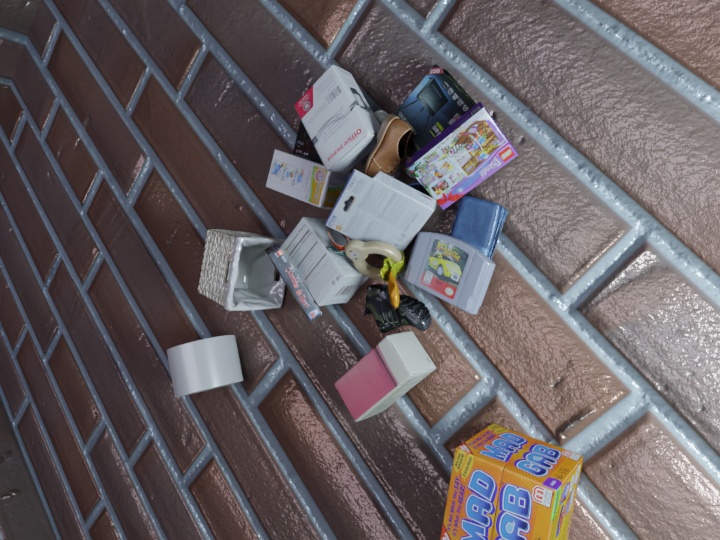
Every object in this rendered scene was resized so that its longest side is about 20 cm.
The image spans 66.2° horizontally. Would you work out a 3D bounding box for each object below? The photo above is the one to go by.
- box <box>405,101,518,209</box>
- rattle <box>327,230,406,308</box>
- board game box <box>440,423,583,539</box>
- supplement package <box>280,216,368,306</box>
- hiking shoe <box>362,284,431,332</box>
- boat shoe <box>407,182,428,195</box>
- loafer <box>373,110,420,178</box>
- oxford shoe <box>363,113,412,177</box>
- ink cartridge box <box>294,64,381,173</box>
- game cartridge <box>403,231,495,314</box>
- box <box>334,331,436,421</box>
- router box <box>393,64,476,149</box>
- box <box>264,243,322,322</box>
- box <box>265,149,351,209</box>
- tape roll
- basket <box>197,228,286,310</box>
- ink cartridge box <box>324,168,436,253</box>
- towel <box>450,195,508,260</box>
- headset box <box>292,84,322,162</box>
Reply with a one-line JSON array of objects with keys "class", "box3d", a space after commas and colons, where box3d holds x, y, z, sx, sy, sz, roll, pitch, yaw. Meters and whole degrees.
[{"class": "box", "box3d": [0.214, -0.240, 1.178, 0.199, 0.137, 0.039, -35, 29, 22]}, {"class": "rattle", "box3d": [0.000, 0.000, 1.289, 0.130, 0.197, 0.145, 137, 151, -67]}, {"class": "board game box", "box3d": [0.301, 0.455, 1.094, 0.198, 0.199, 0.203, 12, 98, 35]}, {"class": "supplement package", "box3d": [-0.091, -0.025, 1.414, 0.118, 0.116, 0.201, -48, 65, 28]}, {"class": "hiking shoe", "box3d": [0.087, 0.109, 1.327, 0.199, 0.075, 0.102, 30, 115, 41]}, {"class": "boat shoe", "box3d": [0.069, -0.147, 1.314, 0.198, 0.084, 0.070, -23, 54, 35]}, {"class": "loafer", "box3d": [0.092, -0.309, 1.302, 0.069, 0.070, 0.201, -32, 72, -15]}, {"class": "oxford shoe", "box3d": [0.060, -0.246, 1.255, 0.071, 0.071, 0.202, 34, 122, 22]}, {"class": "ink cartridge box", "box3d": [-0.050, -0.353, 1.311, 0.145, 0.083, 0.202, -36, 73, 29]}, {"class": "game cartridge", "box3d": [0.191, -0.006, 1.211, 0.199, 0.041, 0.135, 27, 103, 37]}, {"class": "box", "box3d": [0.057, 0.249, 1.307, 0.200, 0.127, 0.110, -45, 66, 26]}, {"class": "router box", "box3d": [0.187, -0.338, 1.247, 0.150, 0.062, 0.201, -46, 66, 28]}, {"class": "box", "box3d": [-0.175, 0.028, 1.423, 0.037, 0.136, 0.202, -32, 103, -8]}, {"class": "box", "box3d": [-0.132, -0.235, 1.442, 0.198, 0.112, 0.103, 24, 103, 32]}, {"class": "tape roll", "box3d": [-0.457, 0.281, 1.625, 0.201, 0.202, 0.141, -19, 79, 33]}, {"class": "basket", "box3d": [-0.318, -0.007, 1.530, 0.160, 0.199, 0.201, 19, 101, 39]}, {"class": "ink cartridge box", "box3d": [0.042, -0.131, 1.259, 0.198, 0.044, 0.197, 27, 139, -8]}, {"class": "towel", "box3d": [0.245, -0.059, 1.219, 0.111, 0.048, 0.203, 24, 105, 36]}, {"class": "headset box", "box3d": [-0.078, -0.380, 1.425, 0.147, 0.075, 0.203, 24, 104, 32]}]
